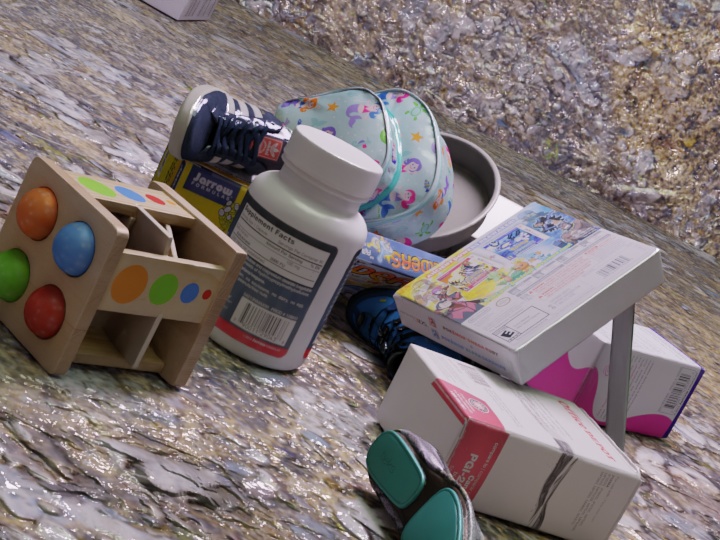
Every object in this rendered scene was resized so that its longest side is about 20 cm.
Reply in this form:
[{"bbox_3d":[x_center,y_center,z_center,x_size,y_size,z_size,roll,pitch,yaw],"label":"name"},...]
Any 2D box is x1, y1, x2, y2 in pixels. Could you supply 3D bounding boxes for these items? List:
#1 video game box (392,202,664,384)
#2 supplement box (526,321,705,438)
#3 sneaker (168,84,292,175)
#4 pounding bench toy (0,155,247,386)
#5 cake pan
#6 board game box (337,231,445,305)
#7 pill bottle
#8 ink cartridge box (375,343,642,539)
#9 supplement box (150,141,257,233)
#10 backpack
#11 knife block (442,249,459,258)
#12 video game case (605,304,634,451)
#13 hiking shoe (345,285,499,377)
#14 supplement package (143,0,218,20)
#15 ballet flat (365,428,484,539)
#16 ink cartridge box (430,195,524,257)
[{"bbox_3d":[0.163,0.017,1.516,0.199,0.047,0.182,-32,36,-25],"label":"video game box"},{"bbox_3d":[0.292,0.118,1.817,0.199,0.102,0.103,15,18,-44],"label":"supplement box"},{"bbox_3d":[-0.115,-0.129,1.498,0.084,0.076,0.200,26,13,14],"label":"sneaker"},{"bbox_3d":[-0.225,-0.017,1.237,0.155,0.125,0.200,11,21,-49],"label":"pounding bench toy"},{"bbox_3d":[0.066,-0.091,1.833,0.198,0.037,0.201,-2,42,2],"label":"cake pan"},{"bbox_3d":[0.000,0.000,1.645,0.198,0.035,0.135,18,-23,-32],"label":"board game box"},{"bbox_3d":[-0.062,-0.023,1.416,0.119,0.201,0.120,26,13,-7],"label":"pill bottle"},{"bbox_3d":[0.131,0.158,1.391,0.198,0.085,0.146,19,16,-27],"label":"ink cartridge box"},{"bbox_3d":[-0.155,-0.072,1.605,0.108,0.110,0.200,23,14,-15],"label":"supplement box"},{"bbox_3d":[-0.001,-0.109,1.691,0.197,0.179,0.151,-8,-28,9],"label":"backpack"},{"bbox_3d":[0.184,0.051,1.903,0.175,0.064,0.200,17,-17,45],"label":"knife block"},{"bbox_3d":[0.267,0.112,1.604,0.022,0.203,0.182,3,10,9],"label":"video game case"},{"bbox_3d":[0.049,0.072,1.568,0.199,0.075,0.086,29,23,37],"label":"hiking shoe"},{"bbox_3d":[-0.352,-0.584,2.996,0.151,0.152,0.200,30,13,5],"label":"supplement package"},{"bbox_3d":[0.061,0.189,1.182,0.071,0.073,0.201,22,16,-23],"label":"ballet flat"},{"bbox_3d":[0.123,-0.044,1.962,0.199,0.084,0.145,28,-30,-1],"label":"ink cartridge box"}]
